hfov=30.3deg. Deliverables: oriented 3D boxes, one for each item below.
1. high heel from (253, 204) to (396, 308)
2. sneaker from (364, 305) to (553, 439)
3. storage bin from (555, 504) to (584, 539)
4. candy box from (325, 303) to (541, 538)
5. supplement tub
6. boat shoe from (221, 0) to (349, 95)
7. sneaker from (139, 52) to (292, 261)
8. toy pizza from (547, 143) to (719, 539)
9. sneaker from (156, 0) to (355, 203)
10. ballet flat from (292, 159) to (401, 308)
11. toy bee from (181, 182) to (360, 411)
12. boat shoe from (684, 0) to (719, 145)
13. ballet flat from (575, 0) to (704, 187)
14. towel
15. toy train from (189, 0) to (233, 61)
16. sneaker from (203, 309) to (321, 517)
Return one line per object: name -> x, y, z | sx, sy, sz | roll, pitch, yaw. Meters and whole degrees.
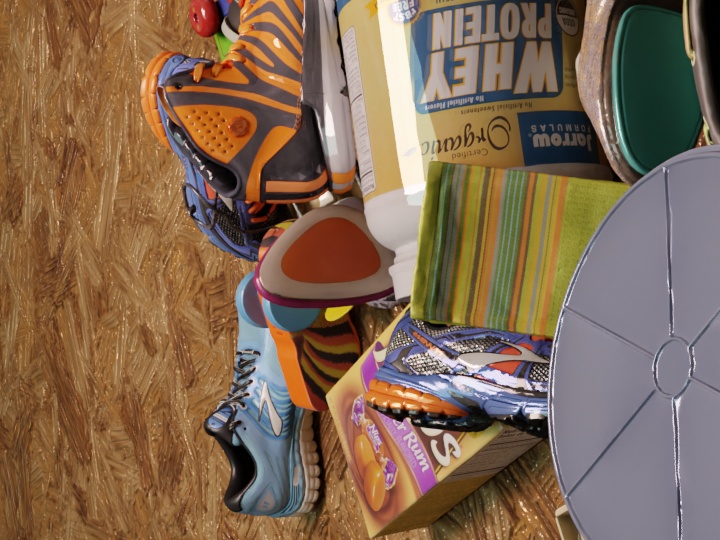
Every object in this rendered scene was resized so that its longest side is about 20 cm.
high heel -> 0.000, 0.000, 0.850 | 0.096, 0.200, 0.068 | -46, 68, 47
sneaker -> 0.093, 0.053, 0.766 | 0.200, 0.075, 0.079 | 2, 76, 30
storage bin -> 0.201, 0.177, 0.625 | 0.199, 0.094, 0.200 | -41, 59, 56
candy box -> 0.051, 0.093, 0.912 | 0.200, 0.056, 0.117 | -50, 52, 49
supplement tub -> 0.067, -0.089, 0.766 | 0.145, 0.144, 0.200 | -17, 80, 60
boat shoe -> -0.032, -0.171, 0.922 | 0.201, 0.072, 0.061 | 33, 119, 49
sneaker -> -0.100, -0.083, 1.057 | 0.078, 0.075, 0.200 | 3, 136, 39
toy pizza -> 0.149, 0.045, 0.584 | 0.200, 0.032, 0.201 | -35, 50, 56
sneaker -> -0.071, -0.137, 0.808 | 0.078, 0.112, 0.200 | 101, 161, -73
ballet flat -> -0.028, -0.058, 0.955 | 0.072, 0.072, 0.201 | -25, 91, 59
toy bee -> -0.040, 0.004, 1.035 | 0.131, 0.109, 0.200 | 29, 144, 46
boat shoe -> 0.193, -0.056, 0.603 | 0.072, 0.061, 0.202 | -22, 72, 25
ballet flat -> 0.143, -0.131, 0.691 | 0.067, 0.068, 0.200 | 156, 125, -64
towel -> 0.125, -0.003, 0.670 | 0.200, 0.018, 0.086 | 7, 104, 15
toy train -> -0.052, -0.186, 1.032 | 0.200, 0.085, 0.116 | -17, 90, 60
sneaker -> -0.087, 0.112, 1.119 | 0.078, 0.090, 0.200 | -9, 86, 60
